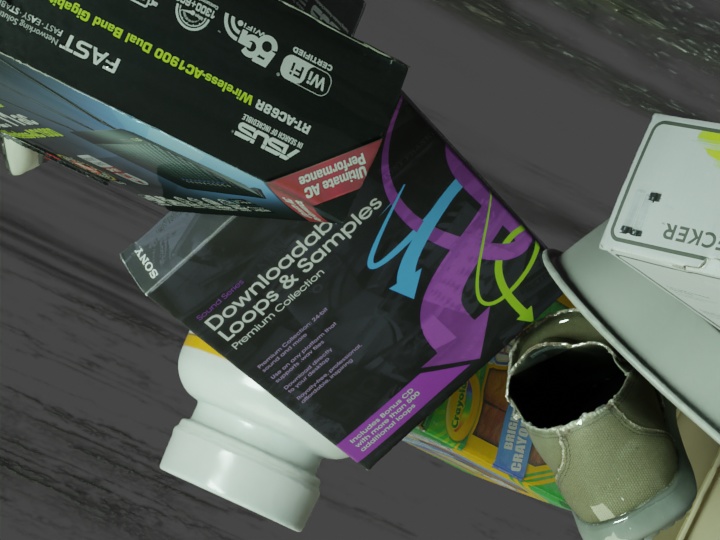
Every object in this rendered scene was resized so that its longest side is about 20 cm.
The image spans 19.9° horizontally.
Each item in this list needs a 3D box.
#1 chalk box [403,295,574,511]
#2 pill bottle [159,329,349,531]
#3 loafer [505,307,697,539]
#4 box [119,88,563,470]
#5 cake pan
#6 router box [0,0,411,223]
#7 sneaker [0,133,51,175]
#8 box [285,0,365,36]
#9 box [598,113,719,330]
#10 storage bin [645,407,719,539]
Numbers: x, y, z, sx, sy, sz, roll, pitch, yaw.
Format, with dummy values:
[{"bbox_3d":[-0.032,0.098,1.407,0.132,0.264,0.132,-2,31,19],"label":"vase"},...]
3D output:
[{"bbox_3d":[0.056,0.047,1.241,0.200,0.125,0.124,28,171,-39],"label":"chalk box"},{"bbox_3d":[-0.029,0.030,1.088,0.112,0.201,0.113,23,172,3],"label":"pill bottle"},{"bbox_3d":[0.106,0.055,0.946,0.070,0.075,0.200,60,-177,-18],"label":"loafer"},{"bbox_3d":[0.000,0.000,0.955,0.200,0.143,0.036,42,-173,-47],"label":"box"},{"bbox_3d":[0.171,0.045,0.958,0.200,0.037,0.200,39,-169,-9],"label":"cake pan"},{"bbox_3d":[-0.092,-0.076,0.755,0.149,0.062,0.200,26,172,-22],"label":"router box"},{"bbox_3d":[-0.140,-0.114,0.990,0.085,0.077,0.200,-12,164,-12],"label":"sneaker"},{"bbox_3d":[-0.120,-0.143,0.772,0.193,0.048,0.200,22,173,26],"label":"box"},{"bbox_3d":[0.201,0.012,0.819,0.116,0.060,0.200,15,169,47],"label":"box"},{"bbox_3d":[0.215,0.145,1.165,0.093,0.199,0.200,27,172,0],"label":"storage bin"}]
